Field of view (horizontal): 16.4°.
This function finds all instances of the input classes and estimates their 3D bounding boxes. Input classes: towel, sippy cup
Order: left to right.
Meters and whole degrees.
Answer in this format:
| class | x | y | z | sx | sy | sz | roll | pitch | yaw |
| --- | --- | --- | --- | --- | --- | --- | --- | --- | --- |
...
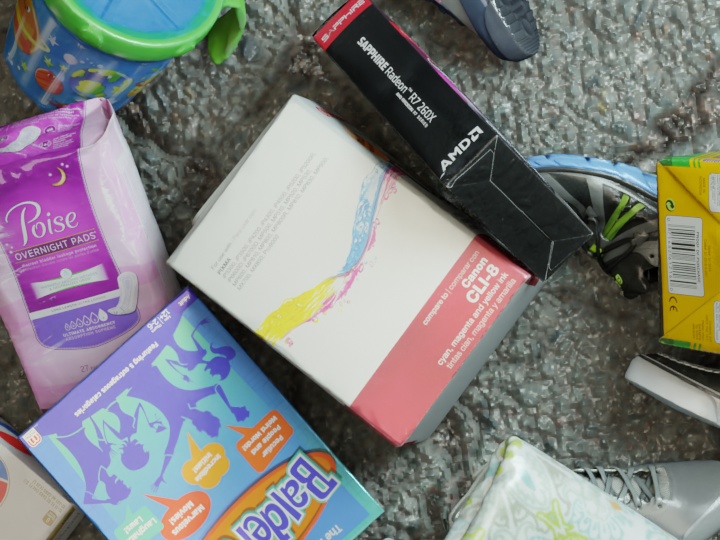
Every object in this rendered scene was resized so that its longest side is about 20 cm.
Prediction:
| class | x | y | z | sx | sy | sz | roll | pitch | yaw |
| --- | --- | --- | --- | --- | --- | --- | --- | --- | --- |
| sippy cup | -0.177 | -0.173 | 1.698 | 0.177 | 0.130 | 0.140 | 35 | 50 | -6 |
| towel | 0.115 | 0.234 | 1.603 | 0.171 | 0.048 | 0.201 | 33 | 82 | -18 |

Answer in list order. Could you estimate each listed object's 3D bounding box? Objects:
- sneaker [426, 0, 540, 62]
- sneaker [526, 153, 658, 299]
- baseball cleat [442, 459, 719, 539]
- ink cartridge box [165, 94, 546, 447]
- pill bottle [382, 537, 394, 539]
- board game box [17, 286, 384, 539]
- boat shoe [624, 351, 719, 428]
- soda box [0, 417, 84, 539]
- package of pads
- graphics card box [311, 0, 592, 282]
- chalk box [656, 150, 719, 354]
| class | x | y | z | sx | sy | sz | roll | pitch | yaw |
| --- | --- | --- | --- | --- | --- | --- | --- | --- | --- |
| sneaker | 0.044 | -0.213 | 1.711 | 0.082 | 0.070 | 0.200 | -38 | 80 | 24 |
| sneaker | 0.174 | -0.027 | 1.674 | 0.199 | 0.071 | 0.083 | 17 | 86 | 7 |
| baseball cleat | 0.153 | 0.155 | 1.659 | 0.199 | 0.107 | 0.070 | -20 | 42 | 9 |
| ink cartridge box | 0.000 | 0.000 | 1.666 | 0.200 | 0.145 | 0.145 | 37 | 95 | 8 |
| pill bottle | -0.028 | 0.277 | 1.680 | 0.200 | 0.120 | 0.120 | -41 | 83 | 6 |
| board game box | -0.106 | 0.135 | 1.657 | 0.152 | 0.045 | 0.200 | -42 | 93 | -6 |
| boat shoe | 0.276 | 0.082 | 1.654 | 0.198 | 0.074 | 0.068 | 20 | 89 | 7 |
| soda box | -0.286 | 0.125 | 1.755 | 0.200 | 0.064 | 0.068 | 39 | 96 | 8 |
| package of pads | -0.193 | -0.007 | 1.699 | 0.120 | 0.076 | 0.201 | -15 | 117 | 7 |
| graphics card box | 0.058 | -0.089 | 1.621 | 0.051 | 0.125 | 0.200 | -43 | 42 | 5 |
| chalk box | 0.301 | -0.017 | 1.599 | 0.124 | 0.199 | 0.125 | 9 | 104 | 51 |
